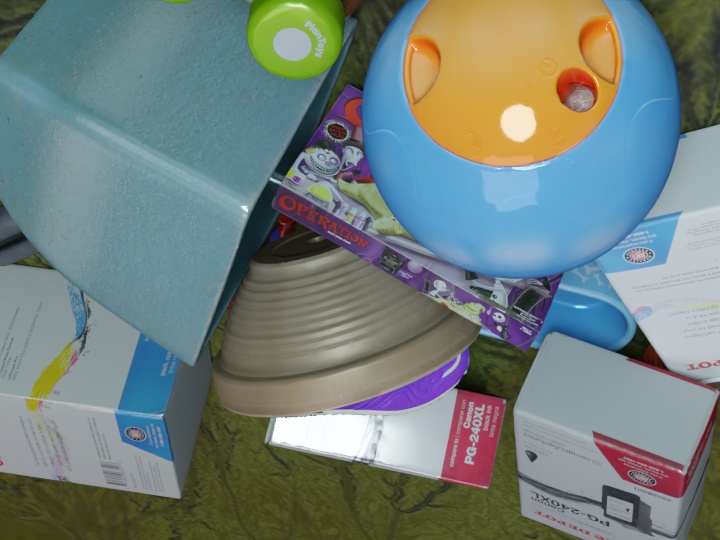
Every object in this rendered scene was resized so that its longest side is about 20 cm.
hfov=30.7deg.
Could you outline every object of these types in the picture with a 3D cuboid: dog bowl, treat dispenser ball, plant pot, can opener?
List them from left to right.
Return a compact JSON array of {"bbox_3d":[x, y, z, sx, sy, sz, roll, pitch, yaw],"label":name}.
[{"bbox_3d":[-0.258,-0.037,1.103,0.199,0.067,0.053,-19,133,34],"label":"can opener"},{"bbox_3d":[-0.146,-0.095,0.908,0.199,0.197,0.196,26,142,0],"label":"plant pot"},{"bbox_3d":[-0.019,0.021,0.937,0.199,0.201,0.094,-10,107,25],"label":"plant pot"},{"bbox_3d":[0.099,-0.096,0.819,0.199,0.202,0.202,7,143,5],"label":"treat dispenser ball"},{"bbox_3d":[0.140,0.016,1.082,0.198,0.050,0.112,15,143,-4],"label":"dog bowl"}]

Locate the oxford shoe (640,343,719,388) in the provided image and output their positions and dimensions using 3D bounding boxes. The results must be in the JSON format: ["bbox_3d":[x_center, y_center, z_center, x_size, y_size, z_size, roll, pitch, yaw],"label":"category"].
[{"bbox_3d":[0.280,0.107,1.153,0.072,0.072,0.200,15,153,-11],"label":"oxford shoe"}]

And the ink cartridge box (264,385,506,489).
[{"bbox_3d":[0.019,0.132,1.186,0.198,0.084,0.145,13,177,-2],"label":"ink cartridge box"}]

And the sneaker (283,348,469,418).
[{"bbox_3d":[0.000,0.080,1.065,0.198,0.070,0.100,-8,165,-10],"label":"sneaker"}]

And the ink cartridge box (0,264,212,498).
[{"bbox_3d":[-0.253,0.102,1.216,0.198,0.146,0.148,7,143,5],"label":"ink cartridge box"}]

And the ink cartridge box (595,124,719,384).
[{"bbox_3d":[0.273,-0.009,0.985,0.143,0.085,0.200,-13,136,30],"label":"ink cartridge box"}]

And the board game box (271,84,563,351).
[{"bbox_3d":[0.051,-0.040,0.907,0.199,0.120,0.032,29,135,1],"label":"board game box"}]

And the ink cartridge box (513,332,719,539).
[{"bbox_3d":[0.212,0.157,1.100,0.144,0.084,0.201,18,150,21],"label":"ink cartridge box"}]

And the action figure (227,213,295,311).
[{"bbox_3d":[-0.106,0.016,1.107,0.065,0.099,0.201,31,146,9],"label":"action figure"}]

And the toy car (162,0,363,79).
[{"bbox_3d":[-0.019,-0.240,0.711,0.157,0.165,0.200,29,130,-23],"label":"toy car"}]
